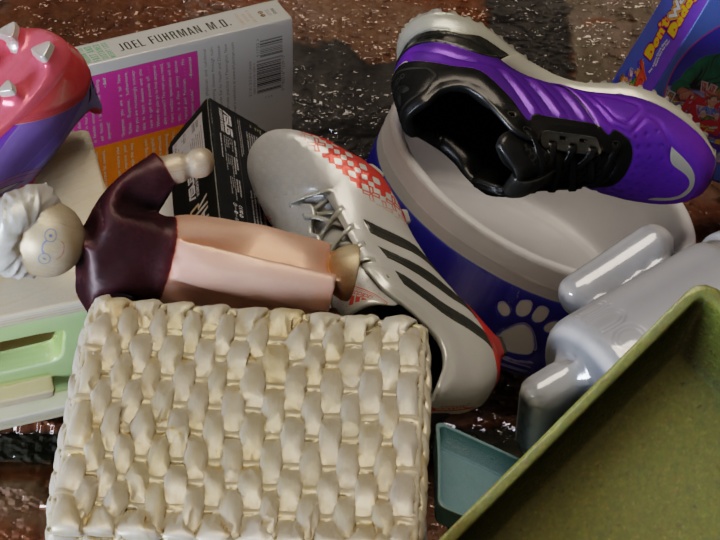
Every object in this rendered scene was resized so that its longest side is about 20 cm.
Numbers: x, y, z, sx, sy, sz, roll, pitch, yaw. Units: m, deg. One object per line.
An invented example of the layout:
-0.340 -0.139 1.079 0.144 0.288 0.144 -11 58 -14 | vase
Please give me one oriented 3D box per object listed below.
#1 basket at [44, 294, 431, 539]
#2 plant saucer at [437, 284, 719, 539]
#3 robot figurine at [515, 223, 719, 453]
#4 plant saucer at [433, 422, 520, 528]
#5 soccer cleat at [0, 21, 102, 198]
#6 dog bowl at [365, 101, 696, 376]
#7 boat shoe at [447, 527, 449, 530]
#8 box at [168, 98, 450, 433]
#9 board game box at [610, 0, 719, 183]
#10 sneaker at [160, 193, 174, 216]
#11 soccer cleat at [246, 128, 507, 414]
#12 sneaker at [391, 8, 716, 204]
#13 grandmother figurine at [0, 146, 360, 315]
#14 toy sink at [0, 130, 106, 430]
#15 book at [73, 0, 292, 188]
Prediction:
-0.062 0.136 1.455 0.198 0.161 0.200 4 38 1 | basket
0.158 0.142 1.418 0.200 0.200 0.048 -44 12 -9 | plant saucer
0.178 0.050 1.508 0.200 0.113 0.170 -29 65 -18 | robot figurine
0.122 0.145 1.497 0.200 0.019 0.070 26 31 -17 | plant saucer
-0.215 -0.043 1.508 0.067 0.076 0.200 31 75 39 | soccer cleat
0.094 -0.026 1.694 0.200 0.079 0.200 20 31 -12 | dog bowl
0.076 0.172 1.487 0.063 0.073 0.201 0 29 5 | boat shoe
-0.032 0.002 1.664 0.160 0.044 0.200 29 28 -26 | box
0.264 -0.114 1.767 0.200 0.135 0.045 17 28 -28 | board game box
-0.114 0.017 1.700 0.088 0.074 0.200 -15 36 2 | sneaker
0.000 0.000 1.586 0.200 0.069 0.085 51 28 11 | soccer cleat
0.106 -0.070 1.635 0.200 0.070 0.100 21 38 -6 | sneaker
-0.103 -0.007 1.507 0.200 0.121 0.061 11 -3 -13 | grandmother figurine
-0.210 0.024 1.620 0.130 0.200 0.112 -11 68 -16 | toy sink
-0.137 -0.084 1.772 0.200 0.134 0.048 -14 38 -22 | book
